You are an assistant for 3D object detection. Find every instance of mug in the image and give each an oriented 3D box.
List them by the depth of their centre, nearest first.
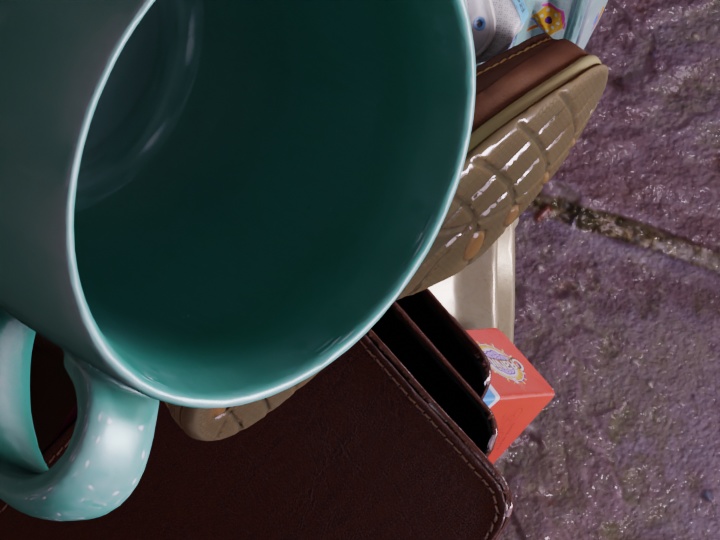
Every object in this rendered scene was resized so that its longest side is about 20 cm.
[{"bbox_3d":[-0.070,-0.041,0.864,0.185,0.114,0.152,-42,134,-21],"label":"mug"}]

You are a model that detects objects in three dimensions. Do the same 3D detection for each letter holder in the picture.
[{"bbox_3d":[-0.036,0.101,1.077,0.200,0.142,0.101,-46,166,15],"label":"letter holder"}]

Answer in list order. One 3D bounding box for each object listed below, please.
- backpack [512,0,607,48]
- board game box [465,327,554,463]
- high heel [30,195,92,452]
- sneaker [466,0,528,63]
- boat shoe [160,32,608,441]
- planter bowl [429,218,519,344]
[{"bbox_3d":[0.059,-0.174,1.548,0.200,0.153,0.176,-63,176,-20],"label":"backpack"},{"bbox_3d":[-0.027,0.108,1.215,0.200,0.040,0.153,-50,159,19],"label":"board game box"},{"bbox_3d":[-0.108,0.020,1.018,0.096,0.067,0.200,-64,168,-6],"label":"high heel"},{"bbox_3d":[0.019,-0.116,1.033,0.075,0.086,0.200,-61,163,-63],"label":"sneaker"},{"bbox_3d":[-0.001,-0.026,0.979,0.200,0.068,0.072,-36,158,-27],"label":"boat shoe"},{"bbox_3d":[0.000,0.000,1.321,0.200,0.134,0.201,0,90,-82],"label":"planter bowl"}]
